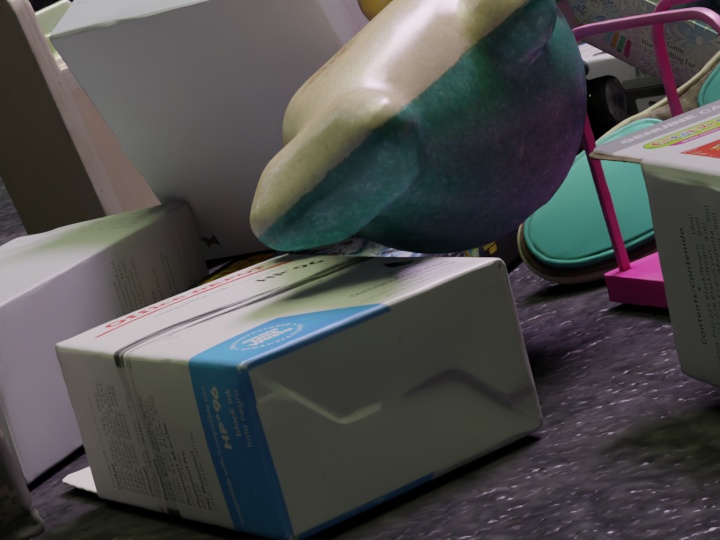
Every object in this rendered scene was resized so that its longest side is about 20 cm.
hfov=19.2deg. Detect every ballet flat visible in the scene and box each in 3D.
[{"bbox_3d":[0.162,-0.054,0.998,0.200,0.070,0.069,-38,11,0],"label":"ballet flat"}]

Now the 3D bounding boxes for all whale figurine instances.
[{"bbox_3d":[0.026,-0.049,0.840,0.159,0.104,0.200,-40,4,23],"label":"whale figurine"}]

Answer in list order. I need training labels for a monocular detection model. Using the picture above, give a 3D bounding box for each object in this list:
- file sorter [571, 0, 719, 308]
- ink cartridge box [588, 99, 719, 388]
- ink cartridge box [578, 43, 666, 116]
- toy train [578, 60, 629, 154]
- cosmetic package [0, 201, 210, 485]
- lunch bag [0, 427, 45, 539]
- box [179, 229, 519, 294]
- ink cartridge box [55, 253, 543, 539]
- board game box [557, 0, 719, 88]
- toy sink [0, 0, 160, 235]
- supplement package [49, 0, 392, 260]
[{"bbox_3d":[0.205,-0.073,0.886,0.199,0.126,0.139,-21,11,-23],"label":"file sorter"},{"bbox_3d":[0.207,-0.026,0.726,0.199,0.084,0.175,-20,16,-19],"label":"ink cartridge box"},{"bbox_3d":[0.212,-0.114,1.242,0.199,0.067,0.116,-4,16,46],"label":"ink cartridge box"},{"bbox_3d":[0.045,-0.072,1.170,0.199,0.086,0.114,-12,-9,33],"label":"toy train"},{"bbox_3d":[-0.159,0.037,0.994,0.112,0.082,0.200,-11,13,28],"label":"cosmetic package"},{"bbox_3d":[-0.233,0.046,0.823,0.117,0.165,0.200,-30,17,-34],"label":"lunch bag"},{"bbox_3d":[0.000,0.000,1.051,0.136,0.040,0.200,-10,12,25],"label":"box"},{"bbox_3d":[-0.038,0.042,0.815,0.116,0.068,0.200,-21,11,-30],"label":"ink cartridge box"},{"bbox_3d":[0.239,-0.135,1.134,0.199,0.044,0.200,30,38,34],"label":"board game box"},{"bbox_3d":[-0.162,-0.099,1.335,0.112,0.201,0.130,-32,16,-29],"label":"toy sink"},{"bbox_3d":[-0.023,-0.134,1.069,0.150,0.152,0.200,-9,39,33],"label":"supplement package"}]
